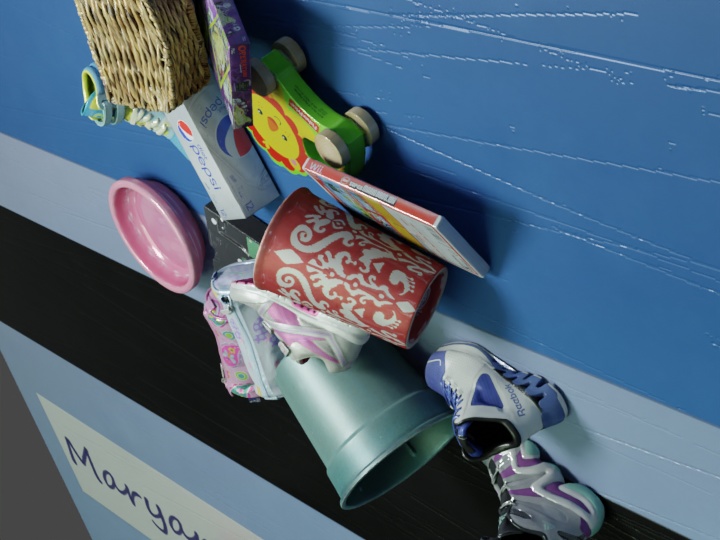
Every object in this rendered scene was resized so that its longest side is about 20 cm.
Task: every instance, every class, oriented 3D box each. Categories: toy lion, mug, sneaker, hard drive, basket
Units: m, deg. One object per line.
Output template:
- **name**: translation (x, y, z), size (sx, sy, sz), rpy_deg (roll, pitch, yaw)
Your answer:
- **toy lion**: translation (-0.076, -0.173, 1.646), size (0.200, 0.069, 0.192), rpy_deg (45, 157, 14)
- **mug**: translation (0.001, -0.008, 1.638), size (0.200, 0.178, 0.134), rpy_deg (25, 126, 15)
- **sneaker**: translation (-0.300, -0.208, 1.850), size (0.200, 0.131, 0.080), rpy_deg (53, 150, -2)
- **sneaker**: translation (-0.083, 0.068, 1.707), size (0.200, 0.081, 0.088), rpy_deg (24, 105, 23)
- **hard drive**: translation (-0.136, -0.006, 1.931), size (0.200, 0.038, 0.140), rpy_deg (33, 146, 33)
- **basket**: translation (-0.239, -0.310, 1.658), size (0.143, 0.149, 0.200), rpy_deg (11, 129, 36)
- **sneaker**: translation (0.183, 0.283, 1.677), size (0.200, 0.140, 0.078), rpy_deg (33, 146, 31)
- **sneaker**: translation (0.136, 0.160, 1.638), size (0.199, 0.115, 0.081), rpy_deg (20, 137, 45)

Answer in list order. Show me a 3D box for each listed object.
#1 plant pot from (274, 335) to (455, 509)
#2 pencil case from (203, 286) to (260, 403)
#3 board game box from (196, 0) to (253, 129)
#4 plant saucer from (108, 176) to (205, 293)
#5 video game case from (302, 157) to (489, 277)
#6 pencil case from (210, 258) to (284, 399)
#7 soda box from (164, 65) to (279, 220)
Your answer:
- **plant pot**: translation (0.000, 0.174, 1.790), size (0.196, 0.200, 0.200), rpy_deg (51, 152, 18)
- **pencil case**: translation (-0.180, 0.108, 2.060), size (0.087, 0.087, 0.200), rpy_deg (32, 148, 32)
- **board game box**: translation (-0.160, -0.272, 1.586), size (0.120, 0.032, 0.200), rpy_deg (86, 167, -48)
- **plant saucer**: translation (-0.304, -0.061, 2.103), size (0.200, 0.051, 0.201), rpy_deg (35, 146, 29)
- **video game case**: translation (0.041, -0.060, 1.557), size (0.200, 0.017, 0.143), rpy_deg (26, 171, 34)
- **pencil case**: translation (-0.138, 0.082, 1.902), size (0.083, 0.091, 0.200), rpy_deg (-11, 122, 15)
- **soda box**: translation (-0.189, -0.166, 1.804), size (0.068, 0.063, 0.200), rpy_deg (-2, 120, 57)
